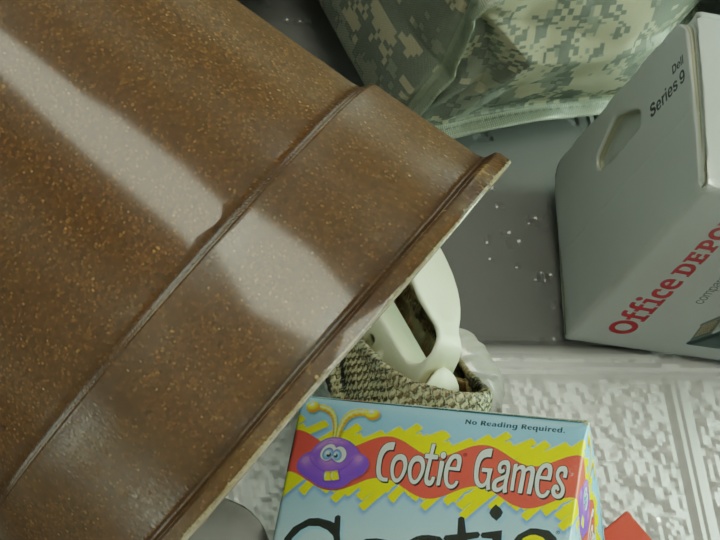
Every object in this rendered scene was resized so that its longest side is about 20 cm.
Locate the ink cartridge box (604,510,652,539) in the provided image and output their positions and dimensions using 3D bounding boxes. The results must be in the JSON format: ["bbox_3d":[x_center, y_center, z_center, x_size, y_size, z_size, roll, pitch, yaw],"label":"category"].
[{"bbox_3d":[0.145,0.187,1.073,0.109,0.050,0.200,-36,80,-32],"label":"ink cartridge box"}]

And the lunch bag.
[{"bbox_3d":[0.079,-0.155,1.200,0.200,0.118,0.164,-11,61,-33],"label":"lunch bag"}]

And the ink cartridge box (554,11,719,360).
[{"bbox_3d":[0.198,-0.024,1.154,0.200,0.145,0.088,10,61,-17],"label":"ink cartridge box"}]

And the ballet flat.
[{"bbox_3d":[0.000,0.000,1.071,0.068,0.075,0.200,3,39,-35],"label":"ballet flat"}]

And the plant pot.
[{"bbox_3d":[-0.091,-0.022,0.861,0.198,0.200,0.200,41,56,1],"label":"plant pot"}]

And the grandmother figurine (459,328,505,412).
[{"bbox_3d":[0.032,0.111,1.064,0.121,0.061,0.200,4,60,-9],"label":"grandmother figurine"}]

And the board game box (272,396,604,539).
[{"bbox_3d":[0.019,0.157,0.942,0.103,0.105,0.200,4,59,12],"label":"board game box"}]

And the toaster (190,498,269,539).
[{"bbox_3d":[-0.134,0.147,0.947,0.181,0.119,0.200,19,57,-11],"label":"toaster"}]
